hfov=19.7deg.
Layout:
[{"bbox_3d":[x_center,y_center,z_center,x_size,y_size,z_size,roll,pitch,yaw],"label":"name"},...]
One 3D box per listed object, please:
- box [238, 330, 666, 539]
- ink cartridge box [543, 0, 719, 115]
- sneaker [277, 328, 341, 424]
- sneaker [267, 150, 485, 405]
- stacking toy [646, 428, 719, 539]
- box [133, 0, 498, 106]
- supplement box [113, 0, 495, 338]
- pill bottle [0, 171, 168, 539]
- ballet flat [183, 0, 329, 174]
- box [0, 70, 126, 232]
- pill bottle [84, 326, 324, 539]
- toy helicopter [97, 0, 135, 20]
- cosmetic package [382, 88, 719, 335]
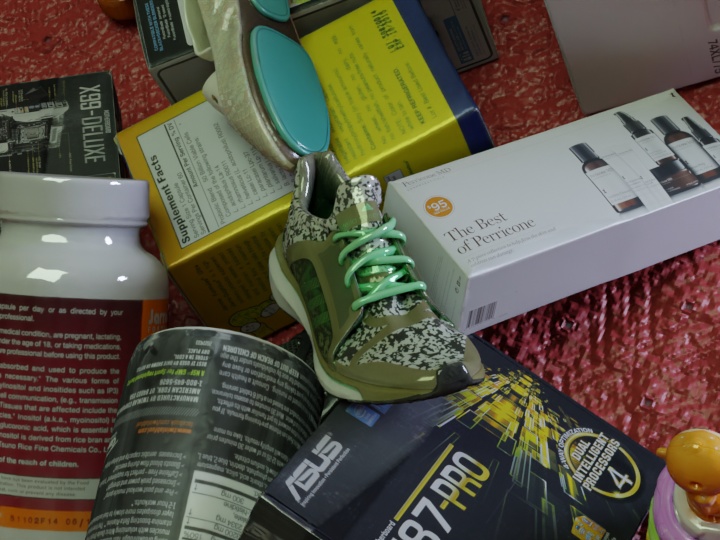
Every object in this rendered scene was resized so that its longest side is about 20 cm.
[{"bbox_3d":[0.052,0.118,1.034,0.160,0.049,0.200,32,37,10],"label":"box"},{"bbox_3d":[0.166,-0.228,1.228,0.145,0.147,0.201,-17,56,9],"label":"ink cartridge box"},{"bbox_3d":[-0.011,0.112,1.137,0.113,0.076,0.201,-23,53,8],"label":"sneaker"},{"bbox_3d":[0.000,0.000,1.047,0.076,0.089,0.200,-15,30,-20],"label":"sneaker"},{"bbox_3d":[0.175,0.122,0.986,0.115,0.200,0.111,9,64,25],"label":"stacking toy"},{"bbox_3d":[-0.026,-0.149,1.270,0.198,0.117,0.061,-19,58,7],"label":"box"},{"bbox_3d":[-0.025,-0.058,1.219,0.199,0.110,0.109,-27,55,2],"label":"supplement box"},{"bbox_3d":[-0.162,0.049,1.135,0.112,0.113,0.202,4,93,22],"label":"pill bottle"},{"bbox_3d":[-0.064,-0.124,1.177,0.062,0.067,0.201,-36,50,30],"label":"ballet flat"},{"bbox_3d":[-0.218,-0.021,1.261,0.156,0.050,0.202,-9,58,-2],"label":"box"},{"bbox_3d":[-0.086,0.139,1.040,0.105,0.106,0.202,1,61,20],"label":"pill bottle"},{"bbox_3d":[-0.101,-0.254,1.386,0.131,0.079,0.201,7,51,30],"label":"toy helicopter"},{"bbox_3d":[0.115,-0.036,1.139,0.199,0.051,0.083,-20,50,-27],"label":"cosmetic package"}]
